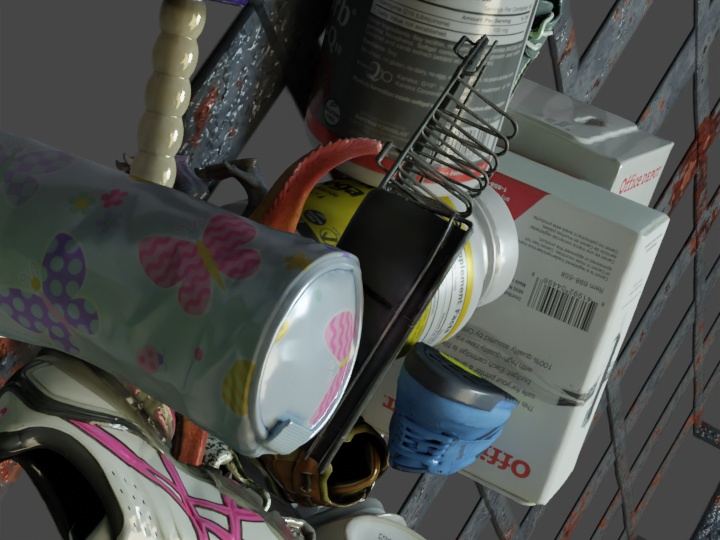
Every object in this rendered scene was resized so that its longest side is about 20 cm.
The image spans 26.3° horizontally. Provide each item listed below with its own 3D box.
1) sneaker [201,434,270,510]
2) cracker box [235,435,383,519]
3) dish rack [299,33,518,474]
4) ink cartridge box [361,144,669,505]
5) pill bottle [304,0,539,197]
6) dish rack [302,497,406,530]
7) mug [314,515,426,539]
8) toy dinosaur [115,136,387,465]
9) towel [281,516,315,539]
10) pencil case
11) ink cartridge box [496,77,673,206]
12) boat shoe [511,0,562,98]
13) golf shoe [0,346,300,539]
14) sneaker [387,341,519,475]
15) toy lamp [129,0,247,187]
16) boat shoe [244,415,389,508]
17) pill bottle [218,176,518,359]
[{"bbox_3d":[-0.095,0.137,0.941,0.077,0.088,0.200,-56,158,-15],"label":"sneaker"},{"bbox_3d":[-0.034,0.090,1.066,0.134,0.057,0.200,-55,158,-17],"label":"cracker box"},{"bbox_3d":[0.021,-0.018,0.735,0.154,0.054,0.200,-59,179,40],"label":"dish rack"},{"bbox_3d":[0.101,0.034,1.040,0.084,0.144,0.201,-23,134,-64],"label":"ink cartridge box"},{"bbox_3d":[0.043,-0.154,0.878,0.116,0.115,0.201,-30,141,-54],"label":"pill bottle"},{"bbox_3d":[-0.066,0.233,1.089,0.199,0.044,0.172,-18,139,-17],"label":"dish rack"},{"bbox_3d":[0.005,0.246,1.013,0.186,0.149,0.154,9,118,-43],"label":"mug"},{"bbox_3d":[-0.087,0.034,0.776,0.105,0.199,0.183,3,82,-50],"label":"toy dinosaur"},{"bbox_3d":[-0.129,0.207,0.918,0.199,0.035,0.133,-7,147,-49],"label":"towel"},{"bbox_3d":[-0.097,0.007,0.644,0.091,0.199,0.083,-61,153,-23],"label":"pencil case"},{"bbox_3d":[0.117,-0.027,1.150,0.147,0.144,0.201,-21,134,-63],"label":"ink cartridge box"},{"bbox_3d":[0.098,-0.176,1.015,0.072,0.062,0.201,12,102,-31],"label":"boat shoe"},{"bbox_3d":[-0.098,0.124,0.722,0.072,0.200,0.092,-27,-161,41],"label":"golf shoe"},{"bbox_3d":[0.048,0.092,0.915,0.079,0.066,0.200,-56,169,-2],"label":"sneaker"},{"bbox_3d":[-0.089,-0.077,0.719,0.058,0.058,0.201,-9,111,-64],"label":"toy lamp"},{"bbox_3d":[-0.019,0.122,0.968,0.072,0.068,0.200,-62,159,-5],"label":"boat shoe"},{"bbox_3d":[0.000,0.000,0.913,0.199,0.112,0.113,-16,131,-44],"label":"pill bottle"}]
